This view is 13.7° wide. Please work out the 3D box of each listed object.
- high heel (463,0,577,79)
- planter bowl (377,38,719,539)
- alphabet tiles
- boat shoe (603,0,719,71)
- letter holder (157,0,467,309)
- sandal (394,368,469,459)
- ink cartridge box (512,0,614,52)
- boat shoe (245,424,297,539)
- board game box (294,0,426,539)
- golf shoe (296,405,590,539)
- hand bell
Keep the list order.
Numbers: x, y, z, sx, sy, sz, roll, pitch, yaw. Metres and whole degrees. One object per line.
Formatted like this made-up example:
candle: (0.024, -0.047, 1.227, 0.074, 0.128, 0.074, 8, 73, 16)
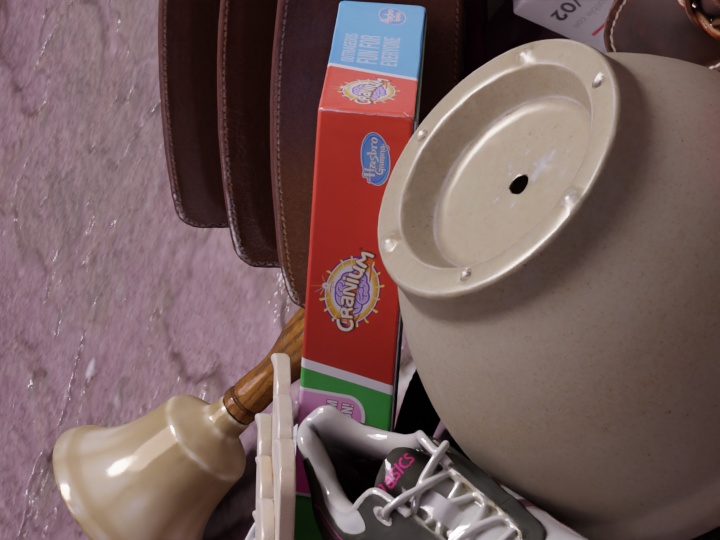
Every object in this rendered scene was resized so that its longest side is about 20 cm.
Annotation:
high heel: (0.062, -0.147, 1.477, 0.200, 0.067, 0.096, -93, 27, -47)
planter bowl: (0.092, -0.008, 1.187, 0.200, 0.135, 0.201, -30, 38, 28)
alphabet tiles: (-0.039, 0.146, 1.280, 0.200, 0.015, 0.196, -95, 8, -66)
boat shoe: (0.164, -0.129, 1.245, 0.200, 0.070, 0.070, -39, 4, 47)
letter holder: (-0.025, -0.091, 1.411, 0.101, 0.142, 0.200, -95, 6, -63)
sandal: (0.050, 0.050, 1.369, 0.075, 0.045, 0.200, -80, 9, -52)
ink cartridge box: (0.124, -0.181, 1.375, 0.115, 0.068, 0.200, -44, 36, 39)
boat shoe: (-0.023, 0.140, 1.436, 0.074, 0.065, 0.200, -55, 31, 28)
board game box: (0.000, 0.000, 1.310, 0.153, 0.040, 0.201, -82, -4, -69)
golf shoe: (0.041, 0.113, 1.165, 0.077, 0.088, 0.200, -46, 33, -18)
hand bell: (-0.056, 0.065, 1.558, 0.200, 0.104, 0.104, -42, 36, 22)
